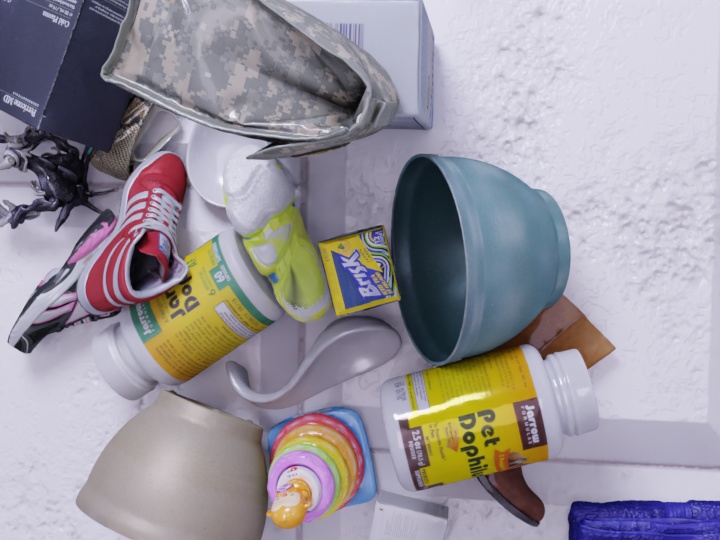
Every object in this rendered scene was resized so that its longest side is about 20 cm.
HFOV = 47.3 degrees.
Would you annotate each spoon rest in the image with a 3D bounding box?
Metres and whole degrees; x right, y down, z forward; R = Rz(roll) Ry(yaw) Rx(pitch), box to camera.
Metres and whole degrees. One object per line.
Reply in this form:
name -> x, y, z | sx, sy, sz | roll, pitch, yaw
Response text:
spoon rest -> -0.049, 0.102, 0.881 | 0.196, 0.099, 0.062 | -20, 59, 16
spoon rest -> -0.142, -0.171, 0.902 | 0.097, 0.061, 0.205 | 4, 92, 8

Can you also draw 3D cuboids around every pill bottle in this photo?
pill bottle -> 0.123, 0.138, 0.794 | 0.195, 0.109, 0.112 | -15, 90, 4
pill bottle -> -0.187, 0.052, 0.889 | 0.198, 0.113, 0.114 | -33, 87, 8

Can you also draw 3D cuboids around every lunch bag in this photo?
lunch bag -> -0.067, -0.149, 0.639 | 0.196, 0.164, 0.120 | 24, 103, 5

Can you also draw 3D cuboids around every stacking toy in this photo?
stacking toy -> -0.057, 0.215, 0.832 | 0.113, 0.200, 0.112 | -14, 90, 9

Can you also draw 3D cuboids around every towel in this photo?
towel -> 0.317, 0.316, 0.856 | 0.195, 0.050, 0.152 | -2, 91, 8

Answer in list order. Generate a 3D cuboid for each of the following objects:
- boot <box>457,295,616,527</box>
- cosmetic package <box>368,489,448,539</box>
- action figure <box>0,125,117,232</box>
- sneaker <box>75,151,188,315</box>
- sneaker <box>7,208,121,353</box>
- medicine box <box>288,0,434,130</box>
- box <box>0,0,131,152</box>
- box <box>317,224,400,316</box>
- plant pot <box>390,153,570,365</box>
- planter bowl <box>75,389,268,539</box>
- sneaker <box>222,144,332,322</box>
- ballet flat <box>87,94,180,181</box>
boot -> 0.189, 0.142, 0.876 | 0.199, 0.068, 0.189 | -40, 79, 0
cosmetic package -> 0.038, 0.352, 0.898 | 0.081, 0.051, 0.205 | 12, 93, 6
action figure -> -0.378, -0.114, 0.919 | 0.198, 0.101, 0.121 | 30, 63, -31
sneaker -> -0.214, -0.046, 0.861 | 0.111, 0.071, 0.203 | -8, 52, 45
sneaker -> -0.315, 0.033, 0.929 | 0.086, 0.081, 0.199 | 41, 110, -20
medicine box -> -0.021, -0.197, 0.812 | 0.178, 0.200, 0.106 | 3, 97, 8
box -> -0.333, -0.253, 0.877 | 0.198, 0.104, 0.185 | 27, 96, 28
box -> 0.000, 0.000, 0.813 | 0.063, 0.200, 0.072 | -14, 90, 0
plant pot -> 0.123, -0.016, 0.815 | 0.131, 0.200, 0.206 | -5, 91, -16
planter bowl -> -0.178, 0.208, 0.863 | 0.196, 0.200, 0.137 | 20, 79, 7
sneaker -> -0.088, -0.031, 0.882 | 0.074, 0.105, 0.203 | -23, 75, -3
ballet flat -> -0.229, -0.190, 0.918 | 0.074, 0.068, 0.202 | 29, 100, -15
